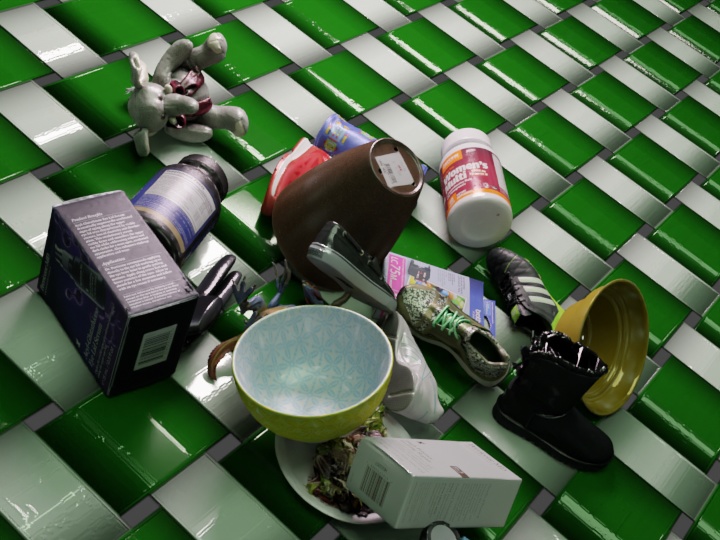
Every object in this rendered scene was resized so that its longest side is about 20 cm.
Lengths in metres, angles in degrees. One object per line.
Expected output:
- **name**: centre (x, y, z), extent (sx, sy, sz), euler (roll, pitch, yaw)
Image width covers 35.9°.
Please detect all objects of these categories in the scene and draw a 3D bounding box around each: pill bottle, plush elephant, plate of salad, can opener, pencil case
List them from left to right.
- **plush elephant**: centre (-0.290, -0.261, 1.702), extent (0.197, 0.167, 0.155), euler (-3, 24, 10)
- **pill bottle**: centre (-0.261, -0.078, 1.547), extent (0.111, 0.113, 0.201), euler (27, 39, 2)
- **can opener**: centre (-0.205, 0.044, 1.489), extent (0.077, 0.064, 0.200), euler (3, 26, 15)
- **plate of salad**: centre (-0.010, 0.227, 1.396), extent (0.197, 0.048, 0.202), euler (16, 40, -13)
- **pencil case**: centre (0.019, -0.181, 1.835), extent (0.198, 0.079, 0.087), euler (30, 20, 6)
- **pill bottle**: centre (0.188, -0.142, 1.859), extent (0.108, 0.110, 0.202), euler (12, 41, -16)

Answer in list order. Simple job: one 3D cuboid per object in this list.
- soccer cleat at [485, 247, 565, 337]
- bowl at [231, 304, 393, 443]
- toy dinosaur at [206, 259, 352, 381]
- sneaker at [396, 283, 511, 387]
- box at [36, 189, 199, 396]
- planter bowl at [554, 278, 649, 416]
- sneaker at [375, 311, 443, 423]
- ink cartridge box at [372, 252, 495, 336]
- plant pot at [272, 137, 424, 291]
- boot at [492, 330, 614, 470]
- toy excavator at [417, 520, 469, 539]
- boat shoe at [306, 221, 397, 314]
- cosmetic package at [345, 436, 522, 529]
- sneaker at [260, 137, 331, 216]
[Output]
- **soccer cleat**: centre (0.254, 0.043, 1.726), extent (0.080, 0.068, 0.201), euler (-18, 59, -39)
- **bowl**: centre (-0.058, 0.146, 1.366), extent (0.197, 0.109, 0.201), euler (1, 37, 0)
- **toy dinosaur**: centre (-0.115, 0.060, 1.512), extent (0.105, 0.200, 0.181), euler (50, 8, 25)
- **sneaker**: centre (0.140, 0.081, 1.571), extent (0.199, 0.089, 0.077), euler (36, 72, 1)
- **box**: centre (-0.305, 0.025, 1.382), extent (0.103, 0.149, 0.200), euler (-17, 54, -39)
- **planter bowl**: centre (0.343, 0.107, 1.653), extent (0.199, 0.204, 0.083), euler (-20, 22, -41)
- **sneaker**: centre (0.060, 0.137, 1.529), extent (0.080, 0.070, 0.201), euler (36, 24, -32)
- **ink cartridge box**: centre (0.119, 0.048, 1.671), extent (0.197, 0.042, 0.120), euler (19, 40, -10)
- **plant pot**: centre (-0.001, -0.098, 1.597), extent (0.185, 0.200, 0.189), euler (17, 56, -27)
- **boot**: centre (0.287, 0.176, 1.519), extent (0.196, 0.164, 0.074), euler (26, 40, 1)
- **toy excavator**: centre (0.130, 0.376, 1.286), extent (0.199, 0.100, 0.195), euler (39, 41, -4)
- **boat shoe**: centre (0.000, 0.000, 1.497), extent (0.068, 0.057, 0.200), euler (17, -15, 36)
- **cosmetic package**: centre (0.090, 0.255, 1.337), extent (0.198, 0.075, 0.101), euler (9, 16, -43)
- **sneaker**: centre (-0.074, -0.132, 1.735), extent (0.114, 0.079, 0.201), euler (25, 40, 2)
